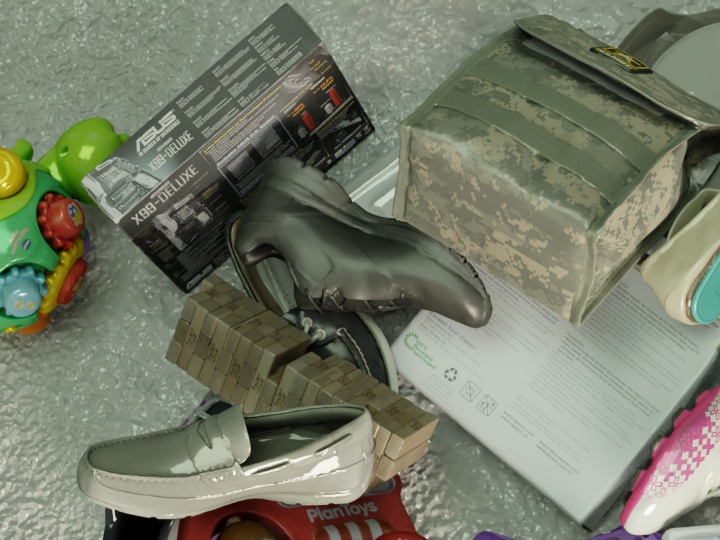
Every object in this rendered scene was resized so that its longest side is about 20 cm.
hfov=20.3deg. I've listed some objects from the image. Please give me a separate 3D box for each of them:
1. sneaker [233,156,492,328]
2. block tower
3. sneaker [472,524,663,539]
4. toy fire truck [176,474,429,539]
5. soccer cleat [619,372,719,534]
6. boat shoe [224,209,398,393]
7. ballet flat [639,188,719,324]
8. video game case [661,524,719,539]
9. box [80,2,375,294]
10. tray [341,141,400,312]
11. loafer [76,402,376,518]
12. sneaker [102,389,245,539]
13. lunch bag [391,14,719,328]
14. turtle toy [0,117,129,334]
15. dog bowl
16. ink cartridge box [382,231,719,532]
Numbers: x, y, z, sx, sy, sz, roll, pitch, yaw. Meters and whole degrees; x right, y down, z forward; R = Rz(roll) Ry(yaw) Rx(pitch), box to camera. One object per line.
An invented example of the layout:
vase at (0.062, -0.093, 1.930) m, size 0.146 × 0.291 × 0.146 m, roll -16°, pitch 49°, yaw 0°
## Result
sneaker at (0.000, 0.000, 1.425) m, size 0.199 × 0.076 × 0.091 m, roll 27°, pitch 74°, yaw 19°
block tower at (-0.047, 0.080, 1.417) m, size 0.199 × 0.058 × 0.054 m, roll 32°, pitch 116°, yaw 20°
sneaker at (0.169, 0.204, 1.365) m, size 0.198 × 0.081 × 0.084 m, roll 10°, pitch 71°, yaw 9°
toy fire truck at (-0.041, 0.198, 1.371) m, size 0.198 × 0.113 × 0.169 m, roll -4°, pitch 50°, yaw -31°
soccer cleat at (0.255, 0.114, 1.349) m, size 0.086 × 0.070 × 0.200 m, roll 37°, pitch 63°, yaw 16°
boat shoe at (-0.038, 0.034, 1.472) m, size 0.074 × 0.060 × 0.201 m, roll -44°, pitch 59°, yaw 33°
ballet flat at (0.266, -0.053, 1.372) m, size 0.069 × 0.070 × 0.200 m, roll 41°, pitch 85°, yaw 24°
video game case at (0.305, 0.248, 1.297) m, size 0.198 × 0.023 × 0.184 m, roll -4°, pitch 68°, yaw -9°
box at (-0.094, -0.086, 1.493) m, size 0.200 × 0.158 × 0.050 m, roll -41°, pitch 66°, yaw -1°
tray at (0.065, -0.069, 1.516) m, size 0.199 × 0.022 × 0.108 m, roll -37°, pitch 65°, yaw 0°
loafer at (-0.088, 0.118, 1.328) m, size 0.198 × 0.070 × 0.070 m, roll -4°, pitch 33°, yaw -14°
sneaker at (-0.123, 0.139, 1.426) m, size 0.077 × 0.140 × 0.202 m, roll 16°, pitch 75°, yaw 23°
lunch bag at (0.145, -0.088, 1.374) m, size 0.163 × 0.118 × 0.200 m, roll 32°, pitch 55°, yaw 21°
turtle toy at (-0.248, -0.032, 1.537) m, size 0.100 × 0.146 × 0.201 m, roll 27°, pitch 78°, yaw 2°
dog bowl at (0.272, -0.107, 1.453) m, size 0.198 × 0.059 × 0.202 m, roll -5°, pitch 69°, yaw 14°
ink cartridge box at (0.149, 0.046, 1.432) m, size 0.199 × 0.041 × 0.200 m, roll 40°, pitch 92°, yaw 24°
